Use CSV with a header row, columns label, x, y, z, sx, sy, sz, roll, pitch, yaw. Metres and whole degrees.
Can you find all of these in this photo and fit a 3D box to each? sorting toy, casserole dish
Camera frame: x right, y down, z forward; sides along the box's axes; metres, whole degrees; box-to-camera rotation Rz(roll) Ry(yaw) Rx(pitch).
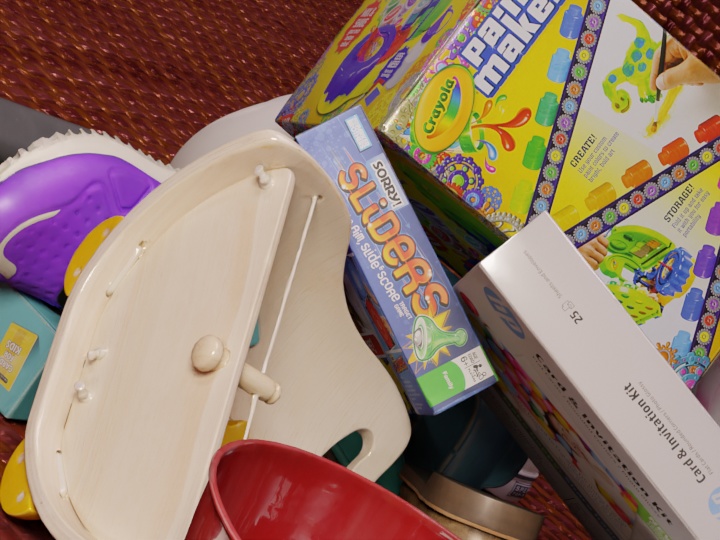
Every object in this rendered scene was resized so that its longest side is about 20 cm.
label,x,y,z,sx,sy,sz,roll,pitch,yaw
sorting toy,-0.044,0.077,1.148,0.107,0.201,0.180,-8,-35,38
casserole dish,0.003,0.042,1.436,0.200,0.121,0.039,41,31,16

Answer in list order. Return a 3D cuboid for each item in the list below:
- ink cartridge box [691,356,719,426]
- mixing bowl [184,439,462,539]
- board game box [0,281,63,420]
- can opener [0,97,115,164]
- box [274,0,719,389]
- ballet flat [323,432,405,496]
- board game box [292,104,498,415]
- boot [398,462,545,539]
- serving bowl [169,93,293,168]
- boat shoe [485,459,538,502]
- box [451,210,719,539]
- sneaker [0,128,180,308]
label,x,y,z,sx,sy,sz,roll,pitch,yaw
ink cartridge box,0.201,0.127,1.371,0.199,0.197,0.043,9,21,32
mixing bowl,-0.002,0.164,0.990,0.200,0.109,0.200,35,13,-9
board game box,-0.141,0.012,1.298,0.151,0.047,0.200,43,15,26
can opener,-0.173,-0.042,1.222,0.200,0.053,0.067,18,55,-56
box,0.088,-0.058,1.319,0.192,0.122,0.200,39,-6,-14
ballet flat,-0.041,0.039,1.398,0.201,0.070,0.071,65,15,1
board game box,0.000,0.000,1.277,0.136,0.034,0.200,63,-9,-2
boot,0.043,0.138,1.324,0.073,0.076,0.200,20,-2,1
serving bowl,-0.018,-0.058,1.548,0.200,0.199,0.066,18,64,-55
boat shoe,0.035,0.039,1.576,0.202,0.086,0.075,39,12,18
box,0.099,0.059,1.210,0.156,0.041,0.200,52,-10,2
sneaker,-0.090,0.003,1.208,0.200,0.070,0.100,12,37,-55
